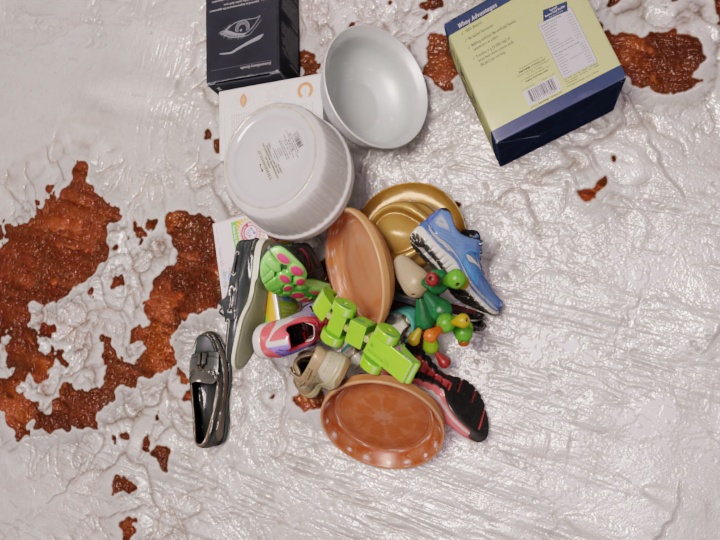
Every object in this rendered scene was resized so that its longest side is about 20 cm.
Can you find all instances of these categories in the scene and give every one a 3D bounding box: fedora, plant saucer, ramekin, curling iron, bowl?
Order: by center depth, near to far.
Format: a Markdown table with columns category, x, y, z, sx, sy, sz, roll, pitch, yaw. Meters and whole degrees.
| category | x | y | z | sx | sy | sz | roll | pitch | yaw |
| --- | --- | --- | --- | --- | --- | --- | --- | --- | --- |
| ramekin | -0.116 | -0.156 | 0.887 | 0.194 | 0.105 | 0.206 | -4 | 78 | 19 |
| plant saucer | 0.034 | 0.233 | 0.901 | 0.194 | 0.033 | 0.204 | 7 | 127 | 9 |
| plant saucer | 0.000 | 0.000 | 0.928 | 0.037 | 0.200 | 0.205 | -11 | 79 | -26 |
| curling iron | 0.110 | 0.054 | 0.934 | 0.195 | 0.050 | 0.026 | 19 | 109 | 13 |
| fedora | 0.073 | -0.057 | 0.942 | 0.195 | 0.082 | 0.207 | -1 | 85 | 16 |
| bowl | 0.009 | -0.286 | 0.959 | 0.196 | 0.090 | 0.207 | 6 | 78 | -27 |

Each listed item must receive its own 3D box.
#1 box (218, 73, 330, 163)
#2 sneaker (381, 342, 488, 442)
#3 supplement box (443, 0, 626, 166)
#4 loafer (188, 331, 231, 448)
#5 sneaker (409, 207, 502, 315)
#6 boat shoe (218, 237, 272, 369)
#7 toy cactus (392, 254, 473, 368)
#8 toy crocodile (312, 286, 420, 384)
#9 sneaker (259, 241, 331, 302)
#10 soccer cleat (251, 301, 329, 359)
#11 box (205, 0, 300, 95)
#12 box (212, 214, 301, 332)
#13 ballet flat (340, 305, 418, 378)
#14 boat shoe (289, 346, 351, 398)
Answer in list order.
| category | x | y | z | sx | sy | sz | roll | pitch | yaw |
| --- | --- | --- | --- | --- | --- | --- | --- | --- | --- |
| box | -0.139 | -0.251 | 1.017 | 0.194 | 0.097 | 0.128 | -4 | 84 | 17 |
| sneaker | 0.116 | 0.201 | 0.925 | 0.199 | 0.074 | 0.087 | 40 | 134 | 5 |
| supplement box | 0.258 | -0.308 | 0.883 | 0.196 | 0.134 | 0.204 | -24 | 79 | 13 |
| loafer | -0.272 | 0.211 | 1.032 | 0.070 | 0.063 | 0.206 | -8 | 83 | 15 |
| sneaker | 0.164 | -0.012 | 0.881 | 0.089 | 0.078 | 0.201 | -47 | 115 | -11 |
| boat shoe | -0.187 | 0.047 | 0.900 | 0.064 | 0.074 | 0.205 | 9 | 87 | 17 |
| toy cactus | 0.097 | 0.050 | 0.853 | 0.101 | 0.202 | 0.166 | -32 | 61 | -15 |
| toy crocodile | 0.005 | 0.094 | 0.857 | 0.197 | 0.061 | 0.069 | 32 | 111 | 24 |
| sneaker | -0.110 | -0.006 | 0.934 | 0.075 | 0.200 | 0.086 | -21 | 70 | 9 |
| soccer cleat | -0.082 | 0.093 | 0.917 | 0.072 | 0.198 | 0.070 | -7 | 95 | 34 |
| box | -0.192 | -0.420 | 1.045 | 0.144 | 0.104 | 0.206 | -2 | 85 | 16 |
| box | -0.173 | 0.013 | 0.996 | 0.099 | 0.112 | 0.206 | -12 | 80 | 14 |
| ballet flat | 0.016 | 0.128 | 0.950 | 0.199 | 0.070 | 0.068 | -41 | 76 | 10 |
| boat shoe | -0.077 | 0.152 | 0.920 | 0.064 | 0.200 | 0.072 | 31 | 64 | -11 |
